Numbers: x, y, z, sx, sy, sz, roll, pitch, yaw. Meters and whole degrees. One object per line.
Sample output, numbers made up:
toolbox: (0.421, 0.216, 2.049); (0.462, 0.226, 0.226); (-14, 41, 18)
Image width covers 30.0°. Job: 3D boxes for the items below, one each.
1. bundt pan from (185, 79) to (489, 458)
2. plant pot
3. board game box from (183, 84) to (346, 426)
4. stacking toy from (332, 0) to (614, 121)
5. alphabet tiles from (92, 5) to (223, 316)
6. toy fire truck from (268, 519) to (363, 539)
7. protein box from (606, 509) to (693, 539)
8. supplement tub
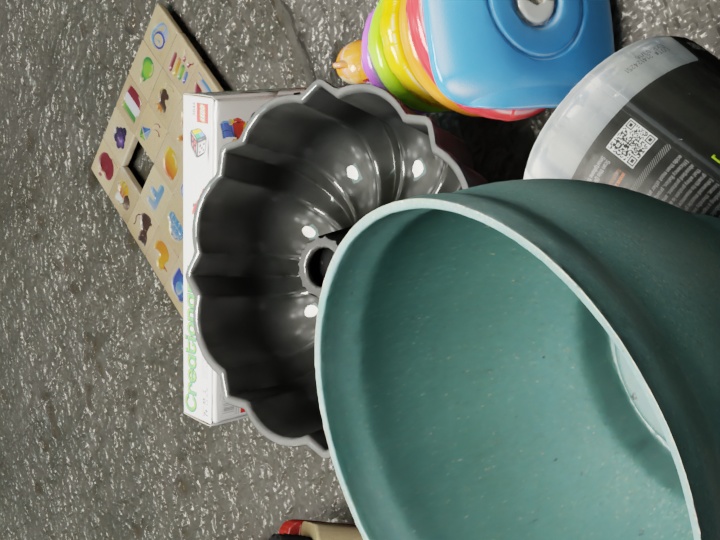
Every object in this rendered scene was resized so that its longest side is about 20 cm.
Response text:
bundt pan: (0.000, 0.000, 0.749); (0.201, 0.076, 0.204); (-2, 87, 36)
plant pot: (0.093, 0.052, 0.510); (0.200, 0.134, 0.202); (31, 131, 44)
board game box: (-0.052, -0.013, 0.847); (0.034, 0.126, 0.202); (14, 107, 45)
stacking toy: (0.040, -0.129, 0.755); (0.200, 0.115, 0.111); (-7, 89, 60)
alphabet tiles: (-0.132, -0.069, 1.006); (0.200, 0.008, 0.168); (54, 132, 27)
toy fire truck: (-0.059, 0.257, 0.919); (0.200, 0.128, 0.178); (163, 114, -70)
protein box: (0.122, 0.190, 0.682); (0.198, 0.134, 0.202); (6, 101, 47)
supplement tub: (0.176, -0.005, 0.594); (0.200, 0.122, 0.123); (45, 128, 34)
